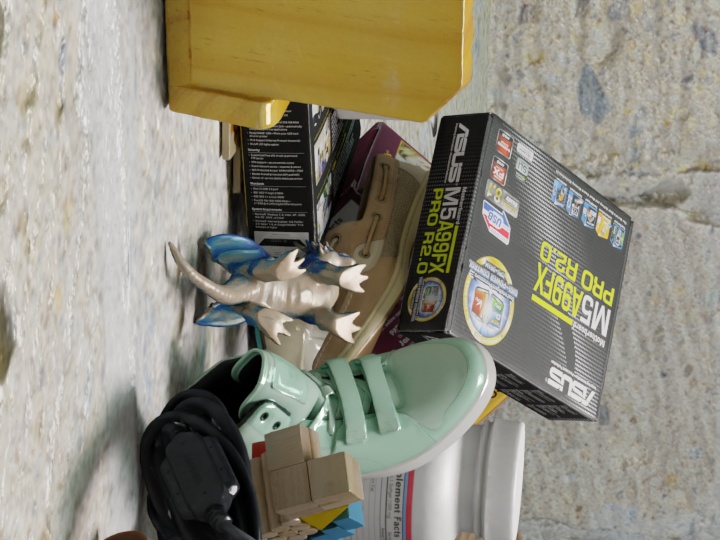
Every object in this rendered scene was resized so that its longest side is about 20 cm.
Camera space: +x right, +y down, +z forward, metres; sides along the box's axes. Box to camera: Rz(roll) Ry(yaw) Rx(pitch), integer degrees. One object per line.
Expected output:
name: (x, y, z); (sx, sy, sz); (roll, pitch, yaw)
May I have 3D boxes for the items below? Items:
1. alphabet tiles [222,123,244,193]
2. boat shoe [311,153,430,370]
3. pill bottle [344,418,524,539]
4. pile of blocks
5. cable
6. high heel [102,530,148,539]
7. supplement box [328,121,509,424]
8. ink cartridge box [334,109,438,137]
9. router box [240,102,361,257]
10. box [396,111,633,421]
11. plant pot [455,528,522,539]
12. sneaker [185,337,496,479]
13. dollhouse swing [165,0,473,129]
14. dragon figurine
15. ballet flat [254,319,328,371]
alphabet tiles: (-0.072, -0.160, 1.395); (0.166, 0.006, 0.200); (-68, 160, -68)
boat shoe: (0.000, 0.000, 1.448); (0.200, 0.064, 0.071); (-64, -179, -42)
pill bottle: (0.008, 0.134, 1.423); (0.109, 0.200, 0.109); (4, 90, -83)
pile of blocks: (-0.046, 0.132, 1.217); (0.200, 0.082, 0.062); (-41, -129, 52)
cable: (-0.074, 0.155, 1.128); (0.200, 0.051, 0.163); (-131, -152, -61)
high heel: (-0.113, 0.226, 1.049); (0.200, 0.067, 0.096); (-80, 161, -56)
supplement box: (0.048, 0.004, 1.600); (0.103, 0.200, 0.131); (-44, -169, 27)
ink cartridge box: (0.012, -0.168, 1.366); (0.200, 0.068, 0.115); (62, 31, -73)
router box: (-0.039, -0.117, 1.443); (0.200, 0.051, 0.149); (-73, 163, -60)
box: (0.113, 0.001, 1.474); (0.200, 0.044, 0.160); (32, 64, -46)
plant pot: (0.032, 0.226, 1.680); (0.201, 0.201, 0.093); (-78, 163, -45)
sneaker: (-0.016, 0.079, 1.279); (0.118, 0.200, 0.074); (68, -1, -59)
dollhouse swing: (-0.015, -0.193, 1.173); (0.182, 0.176, 0.200); (-68, 160, -65)
dragon figurine: (-0.065, 0.010, 1.303); (0.200, 0.099, 0.059); (2, 96, -45)
ballet flat: (-0.041, 0.075, 1.531); (0.069, 0.069, 0.200); (-75, 166, -55)
